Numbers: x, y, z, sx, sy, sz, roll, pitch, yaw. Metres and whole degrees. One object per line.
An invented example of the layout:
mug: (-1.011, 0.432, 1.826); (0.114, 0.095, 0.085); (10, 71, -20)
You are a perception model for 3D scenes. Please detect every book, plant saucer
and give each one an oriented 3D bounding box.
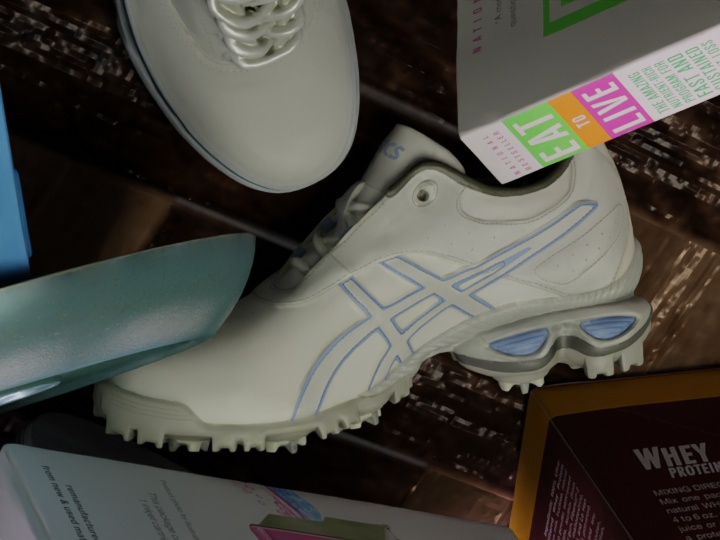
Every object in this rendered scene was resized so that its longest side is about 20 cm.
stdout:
book: (0.121, -0.113, 0.799); (0.199, 0.134, 0.048); (-23, 132, 28)
plant saucer: (-0.122, 0.031, 0.813); (0.199, 0.200, 0.028); (-17, 86, -12)

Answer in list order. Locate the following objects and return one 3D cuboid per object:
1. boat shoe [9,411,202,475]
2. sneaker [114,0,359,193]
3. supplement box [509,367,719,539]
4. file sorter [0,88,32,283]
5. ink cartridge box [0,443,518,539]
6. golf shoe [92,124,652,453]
boat shoe: (-0.057, 0.121, 0.969); (0.199, 0.071, 0.070); (29, 118, -33)
sneaker: (-0.042, -0.097, 0.828); (0.073, 0.071, 0.201); (-25, 127, -6)
supplement box: (0.176, 0.141, 0.994); (0.196, 0.200, 0.134); (-5, 123, -20)
file sorter: (-0.169, -0.104, 0.725); (0.122, 0.139, 0.201); (-12, 123, -12)
ink cartridge box: (-0.041, 0.150, 0.887); (0.199, 0.085, 0.145); (13, 113, -30)
golf shoe: (0.000, 0.000, 0.923); (0.199, 0.078, 0.098); (-15, 109, -21)
